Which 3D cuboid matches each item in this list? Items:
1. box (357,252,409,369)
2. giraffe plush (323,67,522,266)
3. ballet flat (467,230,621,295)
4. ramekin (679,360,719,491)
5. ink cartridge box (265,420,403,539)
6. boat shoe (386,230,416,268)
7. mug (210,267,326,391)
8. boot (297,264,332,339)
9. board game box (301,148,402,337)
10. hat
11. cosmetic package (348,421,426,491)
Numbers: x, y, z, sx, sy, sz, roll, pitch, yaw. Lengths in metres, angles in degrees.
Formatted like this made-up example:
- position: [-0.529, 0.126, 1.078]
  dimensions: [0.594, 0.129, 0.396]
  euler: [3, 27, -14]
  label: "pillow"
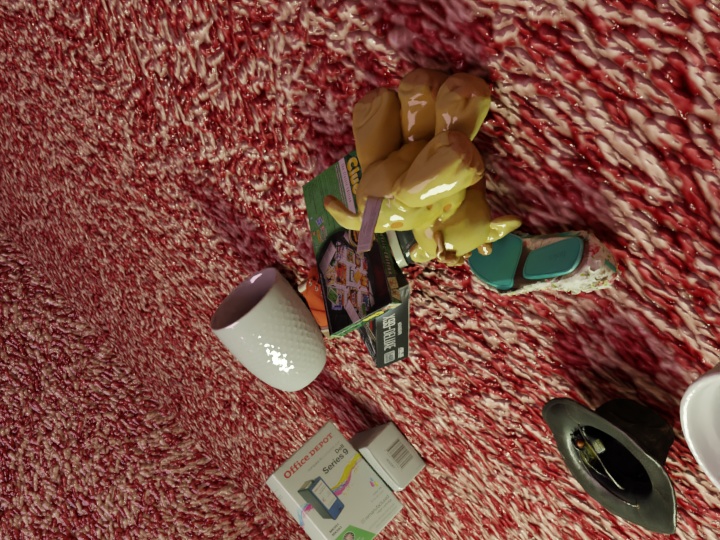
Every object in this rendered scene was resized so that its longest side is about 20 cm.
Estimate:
- position: [0.000, 0.000, 1.211]
  dimensions: [0.159, 0.049, 0.201]
  euler: [87, 159, -52]
  label: "box"
- position: [0.079, -0.079, 0.949]
  dimensions: [0.171, 0.203, 0.161]
  euler: [16, 168, 46]
  label: "giraffe plush"
- position: [0.185, -0.002, 0.963]
  dimensions: [0.063, 0.077, 0.199]
  euler: [22, 174, -26]
  label: "ballet flat"
- position: [0.377, 0.133, 0.780]
  dimensions: [0.200, 0.097, 0.202]
  euler: [39, 153, 24]
  label: "ramekin"
- position: [-0.047, 0.387, 1.633]
  dimensions: [0.200, 0.145, 0.088]
  euler: [48, 155, 8]
  label: "ink cartridge box"
- position: [0.047, -0.100, 1.074]
  dimensions: [0.072, 0.066, 0.202]
  euler: [-87, -19, -59]
  label: "boat shoe"
- position: [-0.145, 0.100, 1.600]
  dimensions: [0.176, 0.147, 0.200]
  euler: [51, -173, -21]
  label: "mug"
- position: [-0.036, 0.037, 1.387]
  dimensions: [0.108, 0.075, 0.200]
  euler: [57, 156, -3]
  label: "boot"
- position: [-0.013, -0.034, 1.118]
  dimensions: [0.104, 0.023, 0.203]
  euler: [-30, 61, 38]
  label: "board game box"
- position: [0.294, 0.195, 1.034]
  dimensions: [0.201, 0.080, 0.202]
  euler: [48, 161, 22]
  label: "hat"
- position: [0.031, 0.342, 1.698]
  dimensions: [0.102, 0.074, 0.200]
  euler: [50, 154, 1]
  label: "cosmetic package"
